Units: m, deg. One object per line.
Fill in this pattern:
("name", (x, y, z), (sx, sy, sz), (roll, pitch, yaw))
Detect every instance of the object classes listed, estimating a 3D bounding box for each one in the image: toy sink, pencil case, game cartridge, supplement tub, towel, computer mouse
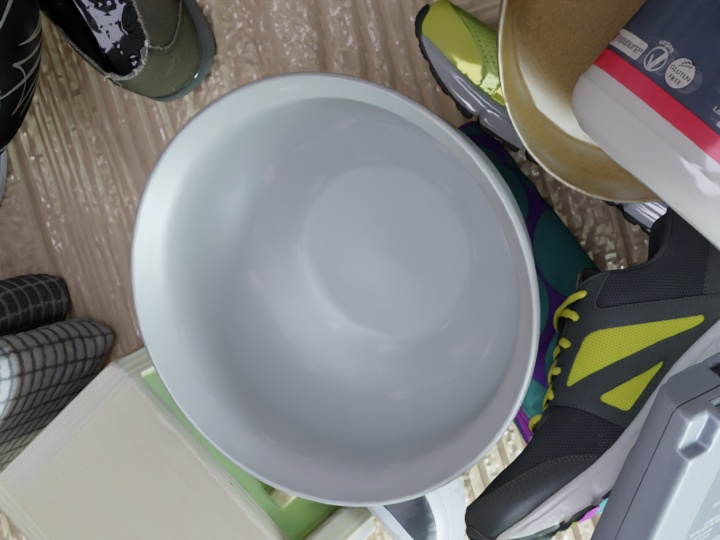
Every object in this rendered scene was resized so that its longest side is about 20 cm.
("toy sink", (-0.069, 0.137, 1.106), (0.112, 0.130, 0.200), (-44, 85, 18))
("pencil case", (0.081, 0.027, 1.063), (0.200, 0.092, 0.085), (55, 147, 3))
("game cartridge", (0.179, 0.084, 0.981), (0.040, 0.200, 0.134), (36, 126, 30))
("supplement tub", (0.198, -0.099, 0.887), (0.140, 0.140, 0.200), (41, 96, 6))
("towel", (-0.239, 0.094, 1.131), (0.086, 0.166, 0.200), (41, 106, 9))
("computer mouse", (-0.002, 0.068, 1.099), (0.044, 0.110, 0.200), (-39, 97, 15))

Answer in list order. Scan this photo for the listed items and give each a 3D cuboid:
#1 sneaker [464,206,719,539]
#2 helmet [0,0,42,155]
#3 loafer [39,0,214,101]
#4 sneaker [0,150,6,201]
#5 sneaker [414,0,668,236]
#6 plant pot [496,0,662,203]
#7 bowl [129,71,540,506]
("sneaker", (0.113, 0.049, 0.988), (0.200, 0.074, 0.085), (-42, 82, -15))
("helmet", (-0.253, -0.119, 1.043), (0.199, 0.191, 0.201), (14, 124, 22))
("loafer", (-0.151, -0.175, 1.108), (0.075, 0.070, 0.200), (-40, 87, 19))
("sneaker", (-0.252, -0.021, 1.142), (0.077, 0.112, 0.201), (13, 102, 14))
("sneaker", (0.121, -0.087, 1.043), (0.200, 0.078, 0.090), (30, 106, -2))
("plant pot", (0.143, -0.125, 0.948), (0.200, 0.200, 0.027), (-61, 37, 16))
("bowl", (0.000, 0.000, 0.990), (0.200, 0.090, 0.202), (6, 108, 20))
